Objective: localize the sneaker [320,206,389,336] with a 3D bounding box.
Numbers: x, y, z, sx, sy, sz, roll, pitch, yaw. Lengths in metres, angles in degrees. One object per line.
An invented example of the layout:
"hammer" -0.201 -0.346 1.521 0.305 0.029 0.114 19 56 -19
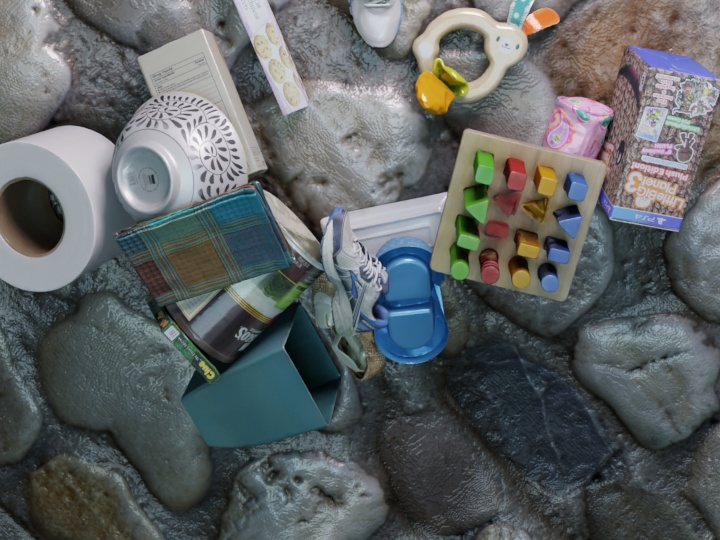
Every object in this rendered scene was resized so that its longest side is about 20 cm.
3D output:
"sneaker" 0.000 0.000 1.468 0.084 0.077 0.202 0 125 16

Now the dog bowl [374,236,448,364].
"dog bowl" 0.069 0.041 1.552 0.110 0.050 0.202 -6 120 2

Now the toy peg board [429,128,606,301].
"toy peg board" 0.208 -0.059 1.412 0.196 0.098 0.203 14 111 0

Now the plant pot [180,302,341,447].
"plant pot" -0.154 0.170 1.578 0.198 0.142 0.143 -22 110 16

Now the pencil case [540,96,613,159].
"pencil case" 0.283 -0.138 1.472 0.086 0.088 0.203 13 110 -4

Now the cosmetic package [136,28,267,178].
"cosmetic package" -0.211 -0.209 1.435 0.104 0.071 0.203 -20 94 8

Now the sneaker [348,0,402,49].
"sneaker" 0.018 -0.386 1.381 0.074 0.087 0.203 -3 113 1

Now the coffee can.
"coffee can" -0.160 0.008 1.494 0.200 0.147 0.146 -43 105 9

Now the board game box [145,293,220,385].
"board game box" -0.255 0.092 1.513 0.023 0.200 0.105 -39 109 -7

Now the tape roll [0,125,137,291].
"tape roll" -0.419 -0.087 1.457 0.200 0.139 0.206 4 107 14

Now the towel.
"towel" -0.197 -0.028 1.369 0.197 0.022 0.147 -19 134 7

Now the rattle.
"rattle" 0.165 -0.292 1.390 0.197 0.143 0.132 -18 92 14

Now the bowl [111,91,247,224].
"bowl" -0.252 -0.125 1.368 0.198 0.094 0.204 6 105 23

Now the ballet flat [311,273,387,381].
"ballet flat" -0.026 0.080 1.568 0.070 0.065 0.201 -13 116 49

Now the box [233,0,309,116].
"box" -0.125 -0.309 1.438 0.041 0.039 0.202 -20 110 8

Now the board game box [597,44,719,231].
"board game box" 0.387 -0.178 1.414 0.095 0.160 0.203 10 111 -2

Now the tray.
"tray" 0.047 -0.043 1.549 0.197 0.022 0.109 -11 112 6
